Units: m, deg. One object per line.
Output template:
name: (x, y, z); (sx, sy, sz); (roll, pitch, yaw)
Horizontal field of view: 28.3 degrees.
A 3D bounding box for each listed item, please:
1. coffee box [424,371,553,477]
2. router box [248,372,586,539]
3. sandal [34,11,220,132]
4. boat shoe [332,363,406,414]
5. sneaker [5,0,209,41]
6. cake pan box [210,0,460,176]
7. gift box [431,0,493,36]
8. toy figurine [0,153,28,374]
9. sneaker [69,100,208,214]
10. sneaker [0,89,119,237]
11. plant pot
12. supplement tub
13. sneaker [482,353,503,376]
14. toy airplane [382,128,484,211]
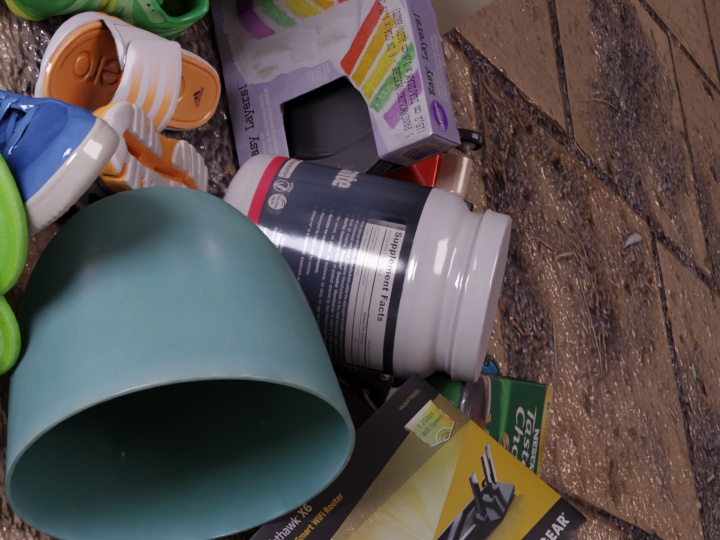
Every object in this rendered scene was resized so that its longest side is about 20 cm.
coffee box: (0.097, 0.142, 1.143); (0.200, 0.044, 0.124); (18, 80, -63)
router box: (0.032, 0.184, 0.941); (0.157, 0.052, 0.200); (39, 51, 10)
sandal: (-0.145, -0.132, 1.017); (0.206, 0.059, 0.080); (-3, 112, -61)
boat shoe: (0.023, 0.087, 1.182); (0.074, 0.060, 0.200); (-44, 116, -27)
sneaker: (-0.183, -0.211, 1.007); (0.200, 0.083, 0.074); (7, 66, -58)
cake pan box: (-0.024, -0.157, 1.144); (0.052, 0.184, 0.201); (11, 65, -55)
gift box: (0.010, -0.292, 1.281); (0.184, 0.186, 0.201); (41, 24, -45)
toy figurine: (-0.273, 0.022, 0.700); (0.184, 0.149, 0.201); (-49, 140, -44)
sneaker: (-0.158, -0.056, 0.971); (0.200, 0.077, 0.079); (53, 32, -63)
sneaker: (-0.215, -0.079, 0.769); (0.111, 0.200, 0.077); (47, 67, -27)
plant pot: (-0.116, 0.049, 0.854); (0.200, 0.200, 0.162); (32, 35, -48)
supplement tub: (0.000, 0.000, 1.039); (0.140, 0.199, 0.141); (12, 90, -81)
sneaker: (0.103, 0.140, 1.288); (0.082, 0.073, 0.201); (36, -33, 55)
toy airplane: (0.029, -0.070, 1.259); (0.200, 0.140, 0.200); (-77, 176, -58)
